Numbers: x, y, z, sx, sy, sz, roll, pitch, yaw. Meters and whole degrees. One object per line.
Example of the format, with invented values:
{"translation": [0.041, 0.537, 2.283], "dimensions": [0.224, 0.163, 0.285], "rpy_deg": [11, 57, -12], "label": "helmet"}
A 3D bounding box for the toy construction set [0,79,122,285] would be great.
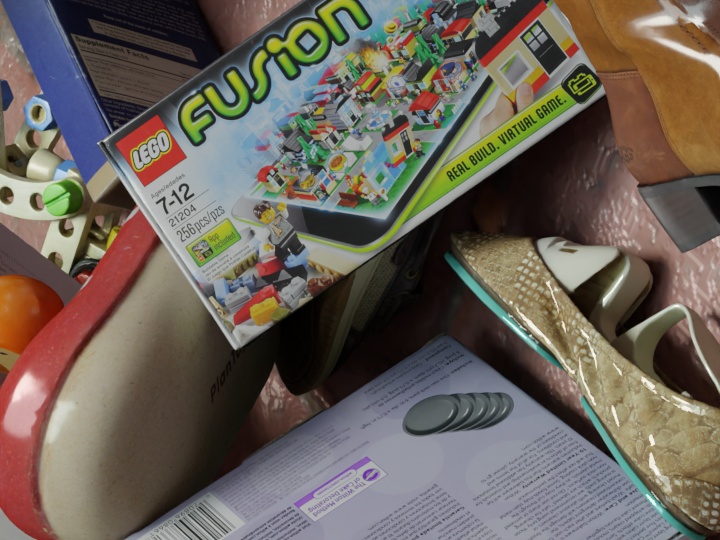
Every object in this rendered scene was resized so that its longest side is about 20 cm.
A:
{"translation": [-0.178, 0.002, 1.632], "dimensions": [0.131, 0.092, 0.200], "rpy_deg": [30, 128, 21], "label": "toy construction set"}

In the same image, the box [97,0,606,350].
{"translation": [-0.001, -0.066, 1.295], "dimensions": [0.110, 0.200, 0.035], "rpy_deg": [55, -176, 0], "label": "box"}

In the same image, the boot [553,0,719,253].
{"translation": [0.133, -0.124, 1.171], "dimensions": [0.200, 0.068, 0.188], "rpy_deg": [60, 154, 0], "label": "boot"}

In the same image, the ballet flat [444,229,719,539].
{"translation": [0.111, 0.031, 1.275], "dimensions": [0.065, 0.070, 0.200], "rpy_deg": [-49, 53, 10], "label": "ballet flat"}

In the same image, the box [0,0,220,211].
{"translation": [-0.116, -0.105, 1.507], "dimensions": [0.032, 0.121, 0.200], "rpy_deg": [-44, 54, 27], "label": "box"}

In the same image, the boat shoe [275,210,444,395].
{"translation": [0.000, 0.000, 1.411], "dimensions": [0.200, 0.065, 0.073], "rpy_deg": [119, 134, -63], "label": "boat shoe"}

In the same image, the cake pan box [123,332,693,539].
{"translation": [0.018, 0.130, 1.287], "dimensions": [0.184, 0.200, 0.052], "rpy_deg": [34, 149, 46], "label": "cake pan box"}

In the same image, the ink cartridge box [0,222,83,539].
{"translation": [-0.197, 0.096, 1.482], "dimensions": [0.147, 0.146, 0.200], "rpy_deg": [-36, 40, 19], "label": "ink cartridge box"}

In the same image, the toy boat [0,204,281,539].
{"translation": [-0.123, 0.036, 1.370], "dimensions": [0.130, 0.200, 0.131], "rpy_deg": [9, 128, 16], "label": "toy boat"}
